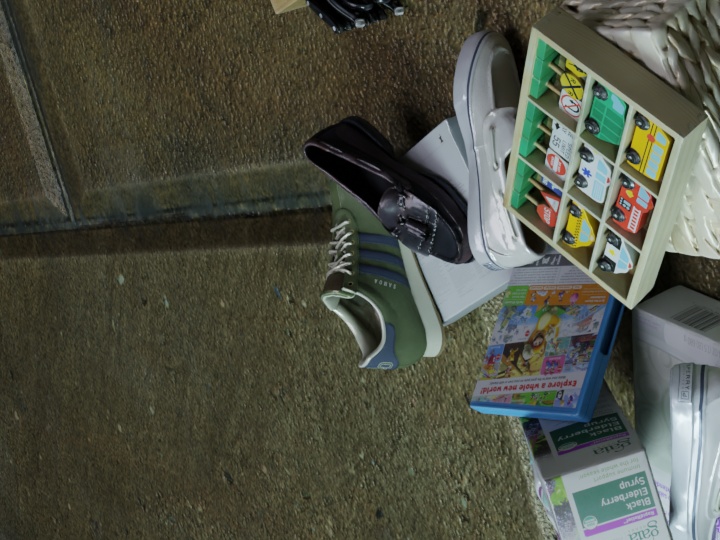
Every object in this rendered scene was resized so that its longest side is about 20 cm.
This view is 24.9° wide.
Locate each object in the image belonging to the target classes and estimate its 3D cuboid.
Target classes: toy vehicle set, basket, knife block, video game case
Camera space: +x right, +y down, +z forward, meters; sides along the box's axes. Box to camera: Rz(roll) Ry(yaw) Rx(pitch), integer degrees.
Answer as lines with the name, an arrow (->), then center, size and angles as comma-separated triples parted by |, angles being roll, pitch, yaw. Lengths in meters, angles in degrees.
toy vehicle set -> 0.158, -0.071, 1.094 | 0.124, 0.026, 0.200 | 40, 155, 22
basket -> 0.226, -0.116, 1.096 | 0.135, 0.123, 0.201 | 12, 137, 55
knife block -> -0.033, -0.312, 1.499 | 0.175, 0.064, 0.201 | -21, 90, 59
video game case -> 0.163, 0.022, 1.313 | 0.143, 0.018, 0.201 | -2, 66, 58

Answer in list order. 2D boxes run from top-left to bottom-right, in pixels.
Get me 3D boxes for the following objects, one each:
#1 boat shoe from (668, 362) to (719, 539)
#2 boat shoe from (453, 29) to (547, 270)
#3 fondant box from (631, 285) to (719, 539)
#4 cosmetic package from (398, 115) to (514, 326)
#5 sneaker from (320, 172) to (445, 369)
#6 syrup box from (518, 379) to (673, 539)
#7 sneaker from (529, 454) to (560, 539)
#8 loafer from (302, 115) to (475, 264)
boat shoe -> 0.261, 0.149, 1.196 | 0.066, 0.074, 0.201 | 2, 139, 14
boat shoe -> 0.125, -0.103, 1.348 | 0.070, 0.071, 0.201 | -8, 81, 46
fondant box -> 0.284, 0.129, 1.273 | 0.144, 0.058, 0.201 | 26, 130, 49
cosmetic package -> 0.082, -0.040, 1.496 | 0.151, 0.051, 0.200 | 64, 150, 6
sneaker -> 0.000, 0.000, 1.514 | 0.201, 0.089, 0.067 | 66, 151, 9
syrup box -> 0.177, 0.154, 1.263 | 0.200, 0.078, 0.082 | -90, -18, -79
sneaker -> 0.198, 0.257, 1.468 | 0.201, 0.077, 0.140 | 57, 147, 20
loafer -> 0.024, -0.064, 1.459 | 0.200, 0.063, 0.072 | 44, 138, 33
